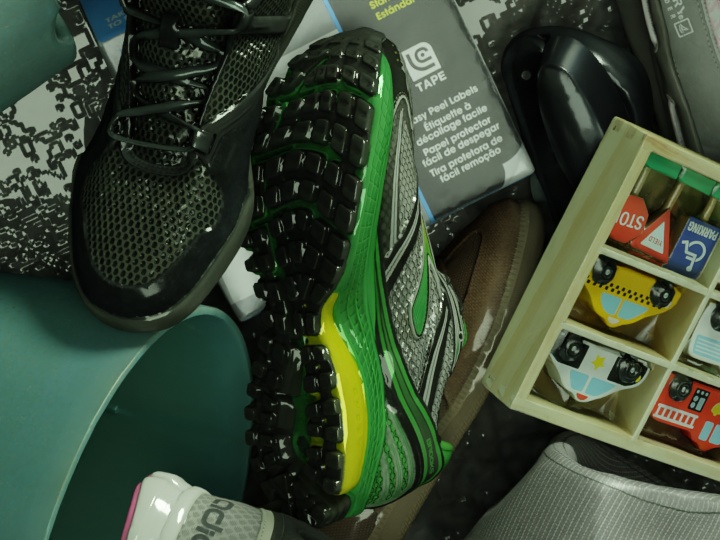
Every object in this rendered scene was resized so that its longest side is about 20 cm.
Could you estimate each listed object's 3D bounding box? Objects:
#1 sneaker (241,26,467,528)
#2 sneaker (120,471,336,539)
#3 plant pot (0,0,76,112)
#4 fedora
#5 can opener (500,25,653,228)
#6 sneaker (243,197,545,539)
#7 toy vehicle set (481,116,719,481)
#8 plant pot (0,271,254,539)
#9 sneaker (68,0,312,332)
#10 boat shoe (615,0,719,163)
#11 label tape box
[{"bbox_3d":[0.000,0.000,1.000,0.085,0.078,0.201,-11,109,-39],"label":"sneaker"},{"bbox_3d":[-0.036,0.146,1.001,0.087,0.200,0.074,16,68,19],"label":"sneaker"},{"bbox_3d":[-0.230,-0.102,0.963,0.196,0.200,0.201,-30,102,-7],"label":"plant pot"},{"bbox_3d":[0.110,0.124,1.030,0.199,0.176,0.091,17,94,-46],"label":"fedora"},{"bbox_3d":[0.110,-0.016,1.068,0.063,0.079,0.201,-5,119,33],"label":"can opener"},{"bbox_3d":[0.010,0.050,1.065,0.075,0.070,0.201,26,96,-8],"label":"sneaker"},{"bbox_3d":[0.158,0.025,1.048,0.199,0.026,0.125,20,100,-34],"label":"toy vehicle set"},{"bbox_3d":[-0.157,0.090,0.998,0.160,0.200,0.202,17,99,18],"label":"plant pot"},{"bbox_3d":[-0.070,-0.081,0.925,0.076,0.114,0.200,15,71,17],"label":"sneaker"},{"bbox_3d":[0.160,-0.073,1.063,0.067,0.057,0.201,-26,102,-1],"label":"boat shoe"},{"bbox_3d":[-0.035,-0.101,1.037,0.144,0.063,0.201,-27,102,-1],"label":"label tape box"}]
